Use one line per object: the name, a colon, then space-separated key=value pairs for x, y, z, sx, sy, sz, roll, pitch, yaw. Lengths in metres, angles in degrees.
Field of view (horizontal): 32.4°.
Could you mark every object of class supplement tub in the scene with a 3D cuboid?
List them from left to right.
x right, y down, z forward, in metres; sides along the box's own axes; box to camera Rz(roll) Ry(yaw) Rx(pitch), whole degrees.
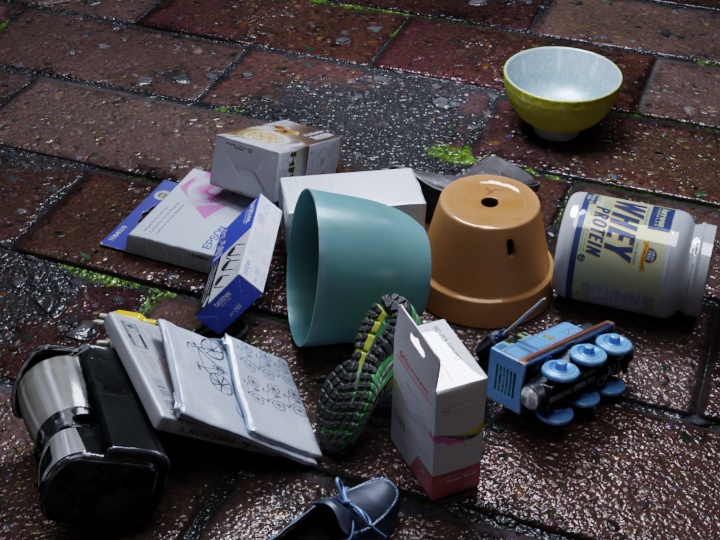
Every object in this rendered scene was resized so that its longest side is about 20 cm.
supplement tub: x=0.368 y=-0.018 z=1.670 sx=0.197 sy=0.147 sz=0.145 roll=12 pitch=37 yaw=16

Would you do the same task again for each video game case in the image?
video game case: x=-0.198 y=0.135 z=1.465 sx=0.181 sy=0.023 sz=0.200 roll=21 pitch=21 yaw=-40

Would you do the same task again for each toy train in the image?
toy train: x=0.248 y=0.117 z=1.521 sx=0.199 sy=0.088 sz=0.114 roll=-20 pitch=35 yaw=-39

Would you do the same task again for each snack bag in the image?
snack bag: x=-0.146 y=0.136 z=1.462 sx=0.198 sy=0.021 sz=0.189 roll=25 pitch=23 yaw=-31

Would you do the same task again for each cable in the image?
cable: x=-0.243 y=0.084 z=1.597 sx=0.197 sy=0.051 sz=0.098 roll=-4 pitch=33 yaw=-6

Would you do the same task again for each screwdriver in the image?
screwdriver: x=0.181 y=0.070 z=1.520 sx=0.029 sy=0.200 sz=0.028 roll=3 pitch=67 yaw=-12

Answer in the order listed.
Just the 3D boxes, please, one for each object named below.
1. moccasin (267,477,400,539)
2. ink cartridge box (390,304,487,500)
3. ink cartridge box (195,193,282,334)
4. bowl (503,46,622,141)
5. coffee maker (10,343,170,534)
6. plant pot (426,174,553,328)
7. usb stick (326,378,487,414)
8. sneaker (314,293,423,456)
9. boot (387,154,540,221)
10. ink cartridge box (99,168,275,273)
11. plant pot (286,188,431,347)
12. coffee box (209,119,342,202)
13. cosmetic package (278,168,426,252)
moccasin: x=-0.027 y=0.276 z=1.317 sx=0.080 sy=0.069 sz=0.199 roll=26 pitch=43 yaw=32
ink cartridge box: x=0.087 y=0.141 z=1.394 sx=0.067 sy=0.202 sz=0.117 roll=-13 pitch=38 yaw=-19
ink cartridge box: x=-0.160 y=-0.012 z=1.655 sx=0.044 sy=0.094 sz=0.201 roll=38 pitch=28 yaw=-19
bowl: x=0.333 y=-0.282 z=2.071 sx=0.197 sy=0.109 sz=0.201 roll=0 pitch=35 yaw=0
coffee maker: x=-0.281 y=0.181 z=1.389 sx=0.190 sy=0.136 sz=0.200 roll=-13 pitch=38 yaw=-19
plant pot: x=0.171 y=-0.036 z=1.697 sx=0.197 sy=0.142 sz=0.201 roll=0 pitch=36 yaw=0
usb stick: x=0.056 y=0.152 z=1.523 sx=0.197 sy=0.033 sz=0.056 roll=0 pitch=39 yaw=-2
sneaker: x=0.020 y=0.134 z=1.468 sx=0.078 sy=0.085 sz=0.201 roll=22 pitch=76 yaw=48
boot: x=0.157 y=-0.133 z=1.906 sx=0.198 sy=0.070 sz=0.174 roll=27 pitch=40 yaw=21
ink cartridge box: x=-0.254 y=-0.081 z=1.838 sx=0.197 sy=0.044 sz=0.197 roll=15 pitch=38 yaw=16
plant pot: x=0.000 y=0.000 z=1.607 sx=0.159 sy=0.203 sz=0.202 roll=3 pitch=34 yaw=-15
coffee box: x=-0.124 y=-0.168 z=1.877 sx=0.113 sy=0.081 sz=0.199 roll=19 pitch=20 yaw=23
cosmetic package: x=-0.013 y=-0.085 z=1.757 sx=0.197 sy=0.075 sz=0.102 roll=-3 pitch=36 yaw=-9
